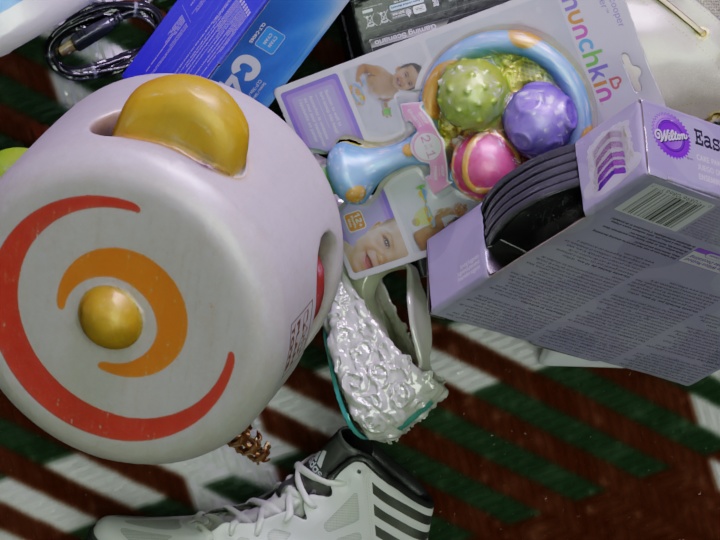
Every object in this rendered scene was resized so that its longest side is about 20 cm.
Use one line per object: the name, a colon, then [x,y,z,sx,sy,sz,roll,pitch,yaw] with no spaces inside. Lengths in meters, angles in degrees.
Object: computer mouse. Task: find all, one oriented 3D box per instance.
computer mouse: [-0.094,-0.173,1.682,0.200,0.034,0.059,-39,102,-1]

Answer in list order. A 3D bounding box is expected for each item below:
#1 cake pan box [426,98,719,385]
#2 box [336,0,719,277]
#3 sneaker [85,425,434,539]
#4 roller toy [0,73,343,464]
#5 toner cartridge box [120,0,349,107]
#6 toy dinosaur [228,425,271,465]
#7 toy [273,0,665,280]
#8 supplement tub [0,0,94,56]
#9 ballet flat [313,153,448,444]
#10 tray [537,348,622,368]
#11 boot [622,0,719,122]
cake pan box: [0.159,-0.010,1.572,0.199,0.184,0.053,15,56,-32]
box: [0.102,-0.104,1.691,0.199,0.086,0.165,-17,100,-6]
sneaker: [-0.053,0.134,1.696,0.200,0.076,0.116,9,112,-18]
roller toy: [-0.108,0.000,1.558,0.199,0.140,0.183,-26,103,26]
toner cartridge box: [-0.051,-0.153,1.635,0.043,0.095,0.200,29,108,-30]
toy dinosaur: [-0.104,0.014,1.691,0.135,0.102,0.200,-27,123,10]
toy: [0.058,-0.071,1.575,0.199,0.047,0.116,-18,102,22]
supplement tub: [-0.233,-0.212,1.608,0.132,0.132,0.201,-30,100,-3]
ballet flat: [0.000,0.000,1.667,0.071,0.072,0.201,-19,70,-5]
tray: [0.170,0.004,1.679,0.107,0.200,0.022,3,63,-8]
boot: [0.174,-0.085,1.626,0.154,0.072,0.200,-39,101,0]
